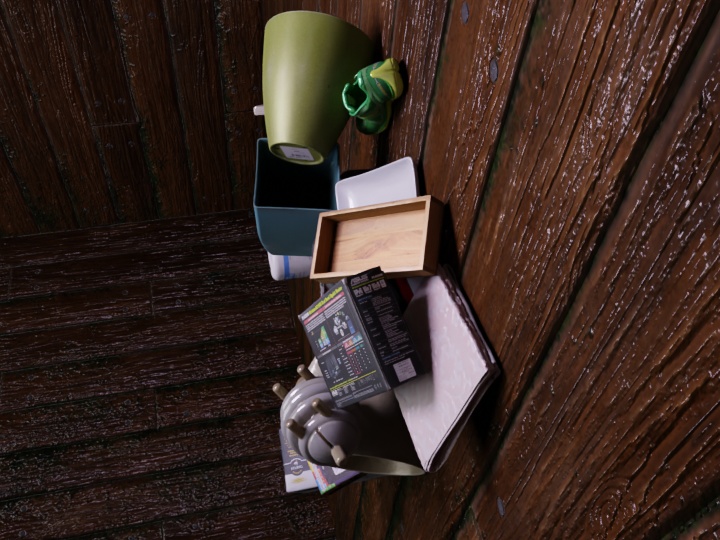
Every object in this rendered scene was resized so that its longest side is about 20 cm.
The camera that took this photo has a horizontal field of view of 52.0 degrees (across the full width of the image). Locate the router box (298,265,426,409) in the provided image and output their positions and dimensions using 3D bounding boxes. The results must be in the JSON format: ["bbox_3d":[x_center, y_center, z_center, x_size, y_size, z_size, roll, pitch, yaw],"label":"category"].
[{"bbox_3d":[-0.005,0.097,0.999,0.151,0.062,0.200,67,153,8],"label":"router box"}]

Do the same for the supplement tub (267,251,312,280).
[{"bbox_3d":[-0.091,-0.055,1.530,0.132,0.199,0.133,173,90,-80],"label":"supplement tub"}]

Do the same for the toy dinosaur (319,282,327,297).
[{"bbox_3d":[0.000,0.000,1.225,0.102,0.135,0.201,-114,27,-68],"label":"toy dinosaur"}]

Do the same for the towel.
[{"bbox_3d":[0.096,0.120,0.945,0.200,0.032,0.192,-110,36,-47],"label":"towel"}]

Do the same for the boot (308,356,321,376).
[{"bbox_3d":[0.002,0.177,1.366,0.072,0.199,0.155,16,88,70],"label":"boot"}]

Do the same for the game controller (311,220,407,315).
[{"bbox_3d":[-0.004,0.014,1.088,0.104,0.042,0.201,-41,66,27],"label":"game controller"}]

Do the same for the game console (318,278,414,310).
[{"bbox_3d":[0.016,0.079,1.119,0.200,0.031,0.177,-45,65,42],"label":"game console"}]

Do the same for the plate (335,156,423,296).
[{"bbox_3d":[0.039,-0.054,1.122,0.199,0.032,0.201,-10,87,53],"label":"plate"}]

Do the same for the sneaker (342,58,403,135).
[{"bbox_3d":[0.010,-0.269,1.142,0.200,0.083,0.075,121,139,-75],"label":"sneaker"}]

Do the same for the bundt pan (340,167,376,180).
[{"bbox_3d":[-0.020,-0.092,1.351,0.202,0.075,0.203,-176,90,-79],"label":"bundt pan"}]

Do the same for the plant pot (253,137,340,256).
[{"bbox_3d":[-0.113,-0.113,1.310,0.200,0.140,0.142,102,169,-61],"label":"plant pot"}]

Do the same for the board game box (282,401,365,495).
[{"bbox_3d":[-0.040,0.310,1.447,0.201,0.165,0.057,63,-175,23],"label":"board game box"}]

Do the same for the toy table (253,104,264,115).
[{"bbox_3d":[-0.150,-0.392,1.728,0.117,0.183,0.201,-80,-25,-69],"label":"toy table"}]

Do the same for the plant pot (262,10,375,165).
[{"bbox_3d":[-0.083,-0.283,1.206,0.187,0.186,0.201,132,149,-76],"label":"plant pot"}]

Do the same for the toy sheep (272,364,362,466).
[{"bbox_3d":[-0.060,0.226,1.116,0.200,0.137,0.139,-117,22,-57],"label":"toy sheep"}]

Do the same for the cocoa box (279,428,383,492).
[{"bbox_3d":[-0.049,0.377,1.532,0.133,0.199,0.132,44,-147,-67],"label":"cocoa box"}]

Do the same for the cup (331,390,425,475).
[{"bbox_3d":[0.019,0.261,1.259,0.200,0.199,0.144,108,171,-67],"label":"cup"}]

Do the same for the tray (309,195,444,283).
[{"bbox_3d":[0.020,-0.038,1.004,0.199,0.037,0.099,-5,71,42],"label":"tray"}]
